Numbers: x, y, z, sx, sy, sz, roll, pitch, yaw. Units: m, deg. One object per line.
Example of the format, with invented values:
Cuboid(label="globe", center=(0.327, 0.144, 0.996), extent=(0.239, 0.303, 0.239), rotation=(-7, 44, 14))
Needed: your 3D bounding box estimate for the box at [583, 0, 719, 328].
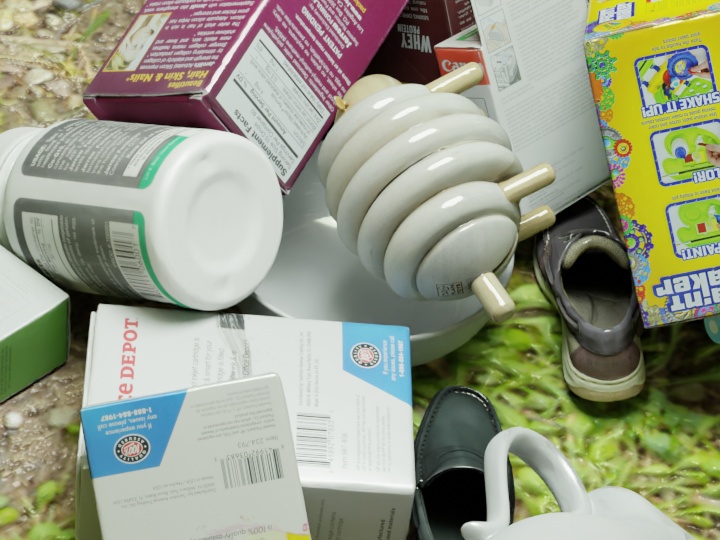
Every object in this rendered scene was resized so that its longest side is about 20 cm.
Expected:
Cuboid(label="box", center=(0.226, -0.089, 1.657), extent=(0.122, 0.193, 0.200), rotation=(-12, 13, 10))

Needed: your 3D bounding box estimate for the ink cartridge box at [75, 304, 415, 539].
Cuboid(label="ink cartridge box", center=(-0.071, 0.103, 1.540), extent=(0.199, 0.084, 0.145), rotation=(5, 41, -5))

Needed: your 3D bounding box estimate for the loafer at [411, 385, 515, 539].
Cuboid(label="loafer", center=(0.064, 0.139, 1.534), extent=(0.068, 0.071, 0.201), rotation=(7, 42, -3))

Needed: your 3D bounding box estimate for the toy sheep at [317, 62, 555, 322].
Cuboid(label="toy sheep", center=(0.046, -0.049, 1.600), extent=(0.138, 0.138, 0.200), rotation=(-16, 53, -25))

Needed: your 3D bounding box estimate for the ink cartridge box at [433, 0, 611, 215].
Cuboid(label="ink cartridge box", center=(0.109, -0.140, 1.724), extent=(0.109, 0.201, 0.050), rotation=(-30, 23, -36))

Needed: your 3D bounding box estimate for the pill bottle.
Cuboid(label="pill bottle", center=(-0.155, -0.039, 1.616), extent=(0.200, 0.113, 0.113), rotation=(8, 33, 43))

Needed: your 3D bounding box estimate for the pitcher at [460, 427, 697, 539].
Cuboid(label="pitcher", center=(0.106, 0.172, 1.422), extent=(0.172, 0.121, 0.200), rotation=(46, 28, 13))

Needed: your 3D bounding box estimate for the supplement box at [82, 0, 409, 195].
Cuboid(label="supplement box", center=(-0.069, -0.157, 1.676), extent=(0.131, 0.103, 0.200), rotation=(4, 54, 46))

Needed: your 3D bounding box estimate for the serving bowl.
Cuboid(label="serving bowl", center=(0.000, 0.000, 1.681), extent=(0.199, 0.066, 0.200), rotation=(4, 42, -4))

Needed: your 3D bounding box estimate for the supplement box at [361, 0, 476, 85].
Cuboid(label="supplement box", center=(0.031, -0.236, 1.802), extent=(0.197, 0.201, 0.133), rotation=(13, 34, 44))

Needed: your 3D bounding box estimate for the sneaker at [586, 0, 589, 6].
Cuboid(label="sneaker", center=(0.173, -0.196, 1.921), extent=(0.085, 0.078, 0.200), rotation=(-1, 42, -11))

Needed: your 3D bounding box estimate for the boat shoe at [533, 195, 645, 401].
Cuboid(label="boat shoe", center=(0.158, 0.004, 1.701), extent=(0.072, 0.065, 0.200), rotation=(1, 38, -3))

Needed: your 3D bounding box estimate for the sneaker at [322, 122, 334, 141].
Cuboid(label="sneaker", center=(-0.071, -0.110, 1.788), extent=(0.199, 0.074, 0.079), rotation=(12, 37, 4))

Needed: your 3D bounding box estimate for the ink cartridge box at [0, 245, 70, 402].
Cuboid(label="ink cartridge box", center=(-0.288, 0.055, 1.575), extent=(0.104, 0.059, 0.200), rotation=(34, 48, 26))

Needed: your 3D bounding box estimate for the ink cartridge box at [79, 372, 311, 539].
Cuboid(label="ink cartridge box", center=(-0.085, 0.165, 1.424), extent=(0.116, 0.067, 0.201), rotation=(-10, 88, -6))

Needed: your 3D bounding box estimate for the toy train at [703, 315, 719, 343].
Cuboid(label="toy train", center=(0.293, 0.018, 1.690), extent=(0.200, 0.056, 0.150), rotation=(-20, 16, -28))
